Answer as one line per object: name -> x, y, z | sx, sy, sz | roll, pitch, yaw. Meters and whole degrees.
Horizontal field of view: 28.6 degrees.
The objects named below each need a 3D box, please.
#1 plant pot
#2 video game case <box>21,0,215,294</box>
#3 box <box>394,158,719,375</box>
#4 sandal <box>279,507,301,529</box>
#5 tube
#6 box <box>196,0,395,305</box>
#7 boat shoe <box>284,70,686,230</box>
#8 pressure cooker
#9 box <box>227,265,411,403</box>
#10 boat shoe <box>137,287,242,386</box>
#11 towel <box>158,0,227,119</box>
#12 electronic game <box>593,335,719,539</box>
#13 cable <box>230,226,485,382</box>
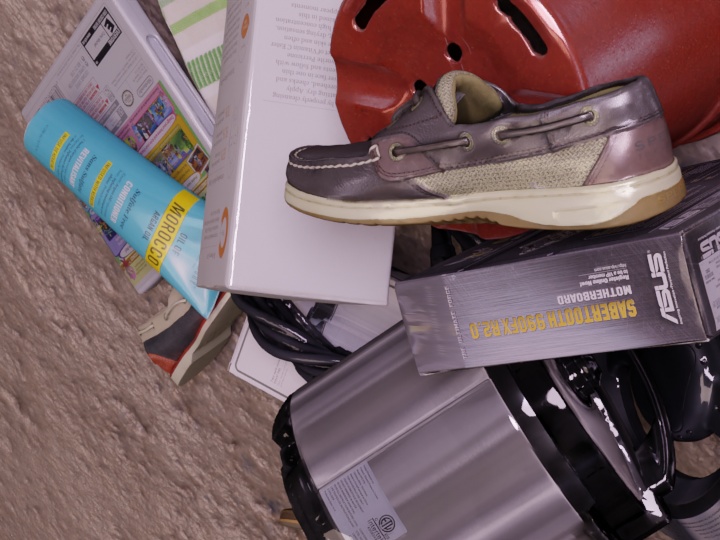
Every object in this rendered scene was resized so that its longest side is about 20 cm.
plant pot -> 0.097, -0.123, 0.734 | 0.200, 0.195, 0.202 | 20, 127, 30
video game case -> -0.176, -0.095, 1.091 | 0.183, 0.022, 0.200 | 56, 141, 2
box -> 0.137, -0.010, 0.685 | 0.158, 0.200, 0.049 | -12, 98, 41
sandal -> 0.016, 0.236, 1.104 | 0.199, 0.080, 0.054 | 23, 84, 24
tube -> -0.168, -0.054, 1.056 | 0.200, 0.050, 0.078 | 38, 120, 20
box -> -0.034, -0.083, 0.847 | 0.124, 0.097, 0.202 | 178, 98, -76
boat shoe -> 0.048, -0.057, 0.631 | 0.200, 0.072, 0.067 | 4, 108, 38
pressure cooker -> 0.073, 0.100, 0.799 | 0.199, 0.179, 0.176 | -35, 117, 11
box -> 0.016, 0.058, 0.980 | 0.199, 0.060, 0.117 | 24, 100, 26
boat shoe -> -0.121, 0.019, 1.103 | 0.063, 0.071, 0.200 | 49, 140, 9
towel -> -0.062, -0.143, 0.984 | 0.152, 0.023, 0.201 | -14, 104, 44
electronic game -> 0.188, 0.060, 0.825 | 0.200, 0.041, 0.202 | 177, 90, -66
cable -> 0.000, 0.000, 0.929 | 0.200, 0.051, 0.164 | 44, 107, 23
